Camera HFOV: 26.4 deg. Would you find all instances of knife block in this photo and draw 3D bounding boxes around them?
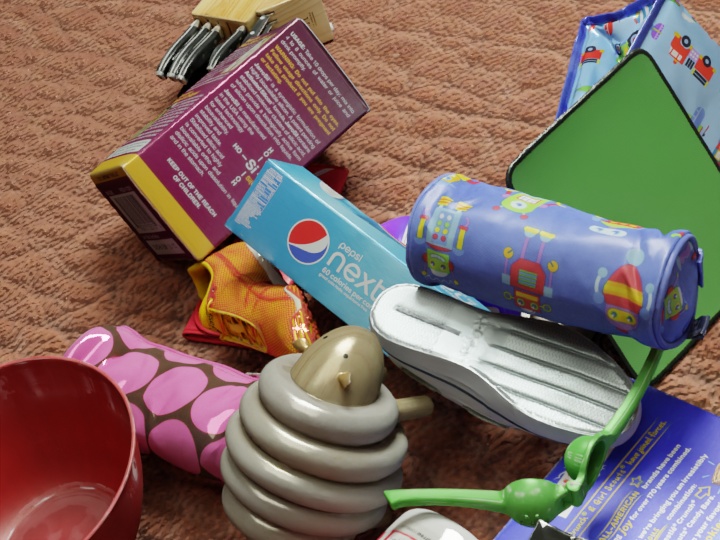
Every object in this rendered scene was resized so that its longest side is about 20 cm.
[{"bbox_3d":[-0.124,-0.244,1.501,0.175,0.064,0.200,-21,44,-2],"label":"knife block"}]

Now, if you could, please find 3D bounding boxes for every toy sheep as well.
[{"bbox_3d":[-0.031,0.129,1.040,0.138,0.200,0.138,15,17,-5],"label":"toy sheep"}]

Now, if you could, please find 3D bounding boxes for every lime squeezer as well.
[{"bbox_3d":[0.119,0.118,0.944,0.200,0.038,0.071,-29,33,-7],"label":"lime squeezer"}]

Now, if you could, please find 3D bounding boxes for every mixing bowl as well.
[{"bbox_3d":[-0.233,0.172,1.099,0.200,0.108,0.200,-12,47,13],"label":"mixing bowl"}]

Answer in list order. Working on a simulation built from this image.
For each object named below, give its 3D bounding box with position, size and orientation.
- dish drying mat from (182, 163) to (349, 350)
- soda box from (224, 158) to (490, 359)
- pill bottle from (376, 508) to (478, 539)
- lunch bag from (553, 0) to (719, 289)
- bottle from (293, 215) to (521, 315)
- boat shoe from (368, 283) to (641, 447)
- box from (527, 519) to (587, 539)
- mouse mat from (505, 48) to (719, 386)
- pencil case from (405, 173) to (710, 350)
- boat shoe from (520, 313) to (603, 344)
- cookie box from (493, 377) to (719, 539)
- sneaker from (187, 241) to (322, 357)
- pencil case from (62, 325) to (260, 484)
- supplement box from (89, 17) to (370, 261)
[{"bbox_3d":[-0.078,-0.017,1.296,0.077,0.018,0.200,7,50,25],"label":"dish drying mat"},{"bbox_3d":[0.000,0.000,1.141,0.200,0.068,0.064,39,102,18],"label":"soda box"},{"bbox_3d":[0.004,0.251,0.938,0.200,0.112,0.112,-42,48,-21],"label":"pill bottle"},{"bbox_3d":[0.215,-0.084,1.158,0.094,0.151,0.200,-17,40,50],"label":"lunch bag"},{"bbox_3d":[0.045,-0.002,1.203,0.200,0.065,0.084,1,51,21],"label":"bottle"},{"bbox_3d":[0.099,0.067,1.031,0.200,0.067,0.074,28,68,27],"label":"boat shoe"},{"bbox_3d":[0.125,0.259,0.851,0.159,0.049,0.200,18,71,39],"label":"box"},{"bbox_3d":[0.203,-0.038,1.103,0.161,0.200,0.008,-42,19,-22],"label":"mouse mat"},{"bbox_3d":[0.129,-0.008,0.998,0.200,0.078,0.087,16,34,33],"label":"pencil case"},{"bbox_3d":[0.163,0.016,1.142,0.059,0.072,0.200,-2,41,22],"label":"boat shoe"},{"bbox_3d":[0.208,0.179,0.959,0.200,0.075,0.171,25,60,38],"label":"cookie box"},{"bbox_3d":[-0.078,0.038,1.176,0.077,0.073,0.200,-28,26,-12],"label":"sneaker"},{"bbox_3d":[-0.140,0.097,1.160,0.200,0.091,0.094,15,82,31],"label":"pencil case"},{"bbox_3d":[-0.112,-0.107,1.294,0.200,0.103,0.131,-43,14,-15],"label":"supplement box"}]
